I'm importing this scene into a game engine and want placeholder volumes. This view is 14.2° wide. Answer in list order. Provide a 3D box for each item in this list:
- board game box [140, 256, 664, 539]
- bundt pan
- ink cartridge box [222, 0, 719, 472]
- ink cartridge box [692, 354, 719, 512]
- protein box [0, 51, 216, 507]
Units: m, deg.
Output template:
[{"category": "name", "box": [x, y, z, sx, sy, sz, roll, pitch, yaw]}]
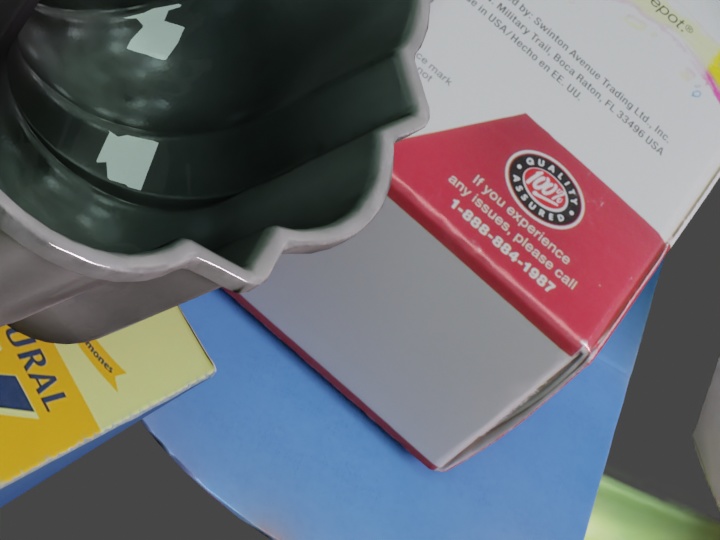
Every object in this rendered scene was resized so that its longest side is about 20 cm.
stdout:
[{"category": "board game box", "box": [0.000, 0.000, 0.797, 0.158, 0.039, 0.200, 29, 53, -13]}, {"category": "bundt pan", "box": [-0.083, -0.073, 0.584, 0.202, 0.076, 0.202, 27, 47, -33]}, {"category": "ink cartridge box", "box": [0.034, -0.070, 0.774, 0.146, 0.083, 0.200, 41, 52, -3]}, {"category": "ink cartridge box", "box": [0.166, 0.023, 0.799, 0.116, 0.068, 0.200, 10, 117, -12]}, {"category": "protein box", "box": [-0.181, 0.034, 0.631, 0.198, 0.200, 0.135, -27, 86, -52]}]
